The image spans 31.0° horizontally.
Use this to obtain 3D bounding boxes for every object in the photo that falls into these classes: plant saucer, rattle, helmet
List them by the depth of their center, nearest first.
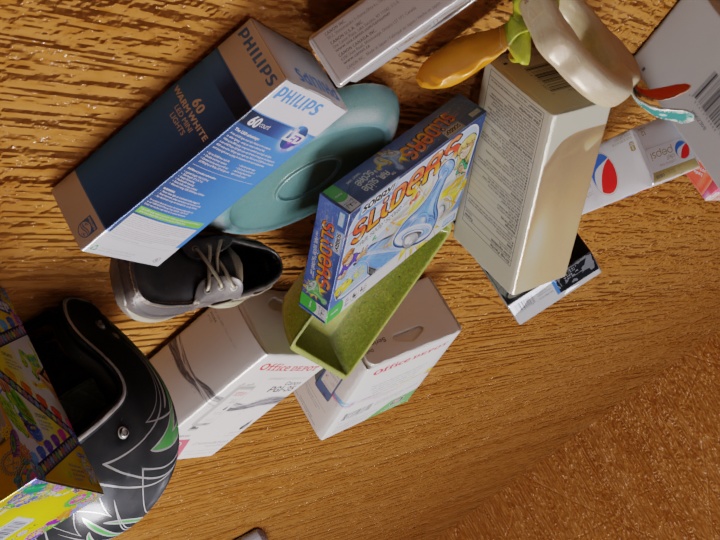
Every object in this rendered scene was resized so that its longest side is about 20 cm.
[{"bbox_3d":[0.171,-0.150,1.086,0.199,0.130,0.143,25,112,-45],"label":"rattle"},{"bbox_3d":[-0.049,-0.085,1.091,0.199,0.028,0.200,-28,165,-8],"label":"plant saucer"},{"bbox_3d":[-0.248,0.142,1.112,0.199,0.192,0.200,-28,161,-10],"label":"helmet"},{"bbox_3d":[0.000,0.000,1.286,0.201,0.048,0.200,-54,160,-2],"label":"plant saucer"}]

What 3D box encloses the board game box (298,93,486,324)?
[{"bbox_3d":[0.029,-0.056,1.144,0.200,0.034,0.136,-39,154,-37],"label":"board game box"}]

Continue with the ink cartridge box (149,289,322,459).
[{"bbox_3d":[-0.146,0.111,1.356,0.200,0.083,0.146,-39,159,21],"label":"ink cartridge box"}]

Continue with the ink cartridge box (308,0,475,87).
[{"bbox_3d":[0.059,-0.209,0.950,0.199,0.045,0.176,-34,-174,8],"label":"ink cartridge box"}]

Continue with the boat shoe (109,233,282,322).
[{"bbox_3d":[-0.134,-0.004,1.094,0.073,0.075,0.200,-19,177,27],"label":"boat shoe"}]

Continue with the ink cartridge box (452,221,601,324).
[{"bbox_3d":[0.156,-0.041,1.326,0.099,0.200,0.039,-34,132,4],"label":"ink cartridge box"}]

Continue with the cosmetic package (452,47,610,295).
[{"bbox_3d":[0.154,-0.091,1.189,0.071,0.105,0.201,-17,136,-28],"label":"cosmetic package"}]

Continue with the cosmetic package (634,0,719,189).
[{"bbox_3d":[0.420,-0.188,1.304,0.199,0.200,0.123,-16,157,-36],"label":"cosmetic package"}]

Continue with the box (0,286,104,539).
[{"bbox_3d":[-0.333,0.130,0.955,0.199,0.193,0.122,-33,161,3],"label":"box"}]

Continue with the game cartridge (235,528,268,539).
[{"bbox_3d":[-0.220,0.517,2.305,0.132,0.041,0.200,-23,159,-14],"label":"game cartridge"}]

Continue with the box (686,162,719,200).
[{"bbox_3d":[0.484,-0.156,1.637,0.103,0.095,0.199,-44,157,30],"label":"box"}]

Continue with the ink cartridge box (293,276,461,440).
[{"bbox_3d":[0.017,0.109,1.590,0.144,0.088,0.200,-20,160,-30],"label":"ink cartridge box"}]

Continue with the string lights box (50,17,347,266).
[{"bbox_3d":[-0.117,-0.088,0.953,0.199,0.059,0.103,-37,160,16],"label":"string lights box"}]

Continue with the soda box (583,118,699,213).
[{"bbox_3d":[0.270,-0.106,1.389,0.068,0.064,0.200,-21,178,-25],"label":"soda box"}]
